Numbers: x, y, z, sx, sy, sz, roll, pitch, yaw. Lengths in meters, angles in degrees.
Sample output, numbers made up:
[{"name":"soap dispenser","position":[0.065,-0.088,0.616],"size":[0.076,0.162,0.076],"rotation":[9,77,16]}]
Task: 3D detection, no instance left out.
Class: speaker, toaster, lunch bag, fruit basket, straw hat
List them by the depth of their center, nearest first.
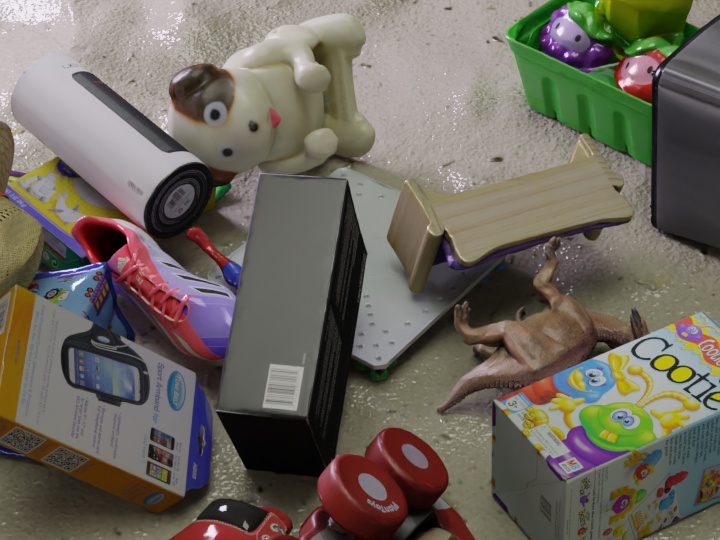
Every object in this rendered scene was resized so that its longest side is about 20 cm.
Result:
[{"name":"straw hat","position":[-0.310,-0.015,1.564],"size":[0.085,0.202,0.201],"rotation":[30,47,10]},{"name":"lunch bag","position":[-0.311,0.074,1.587],"size":[0.199,0.094,0.151],"rotation":[1,42,18]},{"name":"speaker","position":[-0.225,-0.113,1.705],"size":[0.081,0.082,0.200],"rotation":[-32,55,-30]},{"name":"toaster","position":[0.351,-0.141,1.714],"size":[0.118,0.201,0.181],"rotation":[25,46,35]},{"name":"fruit basket","position":[0.257,-0.232,1.824],"size":[0.215,0.217,0.155],"rotation":[30,49,32]}]

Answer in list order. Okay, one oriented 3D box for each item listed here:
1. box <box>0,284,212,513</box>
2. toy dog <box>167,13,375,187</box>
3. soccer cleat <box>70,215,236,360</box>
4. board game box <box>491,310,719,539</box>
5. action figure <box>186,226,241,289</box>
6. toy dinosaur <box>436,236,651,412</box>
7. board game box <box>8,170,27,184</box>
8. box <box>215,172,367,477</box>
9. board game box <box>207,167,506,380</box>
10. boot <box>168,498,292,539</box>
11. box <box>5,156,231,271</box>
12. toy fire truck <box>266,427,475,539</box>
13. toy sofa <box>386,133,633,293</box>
[{"name":"box","position":[-0.203,0.106,1.483],"size":[0.041,0.199,0.120],"rotation":[-32,41,36]},{"name":"toy dog","position":[-0.100,-0.157,1.760],"size":[0.193,0.140,0.200],"rotation":[12,23,23]},{"name":"soccer cleat","position":[-0.170,0.014,1.597],"size":[0.200,0.076,0.067],"rotation":[37,96,42]},{"name":"board game box","position":[0.211,0.130,1.471],"size":[0.199,0.105,0.103],"rotation":[-21,43,-21]},{"name":"action figure","position":[-0.091,0.040,1.617],"size":[0.200,0.052,0.066],"rotation":[39,92,29]},{"name":"toy dinosaur","position":[0.160,0.066,1.571],"size":[0.199,0.086,0.136],"rotation":[-31,55,-22]},{"name":"board game box","position":[-0.393,-0.058,1.783],"size":[0.199,0.032,0.120],"rotation":[12,39,17]},{"name":"box","position":[-0.051,0.045,1.502],"size":[0.078,0.141,0.201],"rotation":[4,66,12]},{"name":"board game box","position":[0.000,0.000,1.696],"size":[0.199,0.026,0.200],"rotation":[26,48,29]},{"name":"boot","position":[-0.071,0.238,1.386],"size":[0.199,0.073,0.144],"rotation":[27,47,35]},{"name":"box","position":[-0.222,-0.072,1.756],"size":[0.117,0.049,0.200],"rotation":[36,47,22]},{"name":"toy fire truck","position":[0.030,0.217,1.367],"size":[0.168,0.112,0.200],"rotation":[45,24,11]},{"name":"toy sofa","position":[0.131,-0.039,1.654],"size":[0.199,0.083,0.098],"rotation":[-16,59,-25]}]
